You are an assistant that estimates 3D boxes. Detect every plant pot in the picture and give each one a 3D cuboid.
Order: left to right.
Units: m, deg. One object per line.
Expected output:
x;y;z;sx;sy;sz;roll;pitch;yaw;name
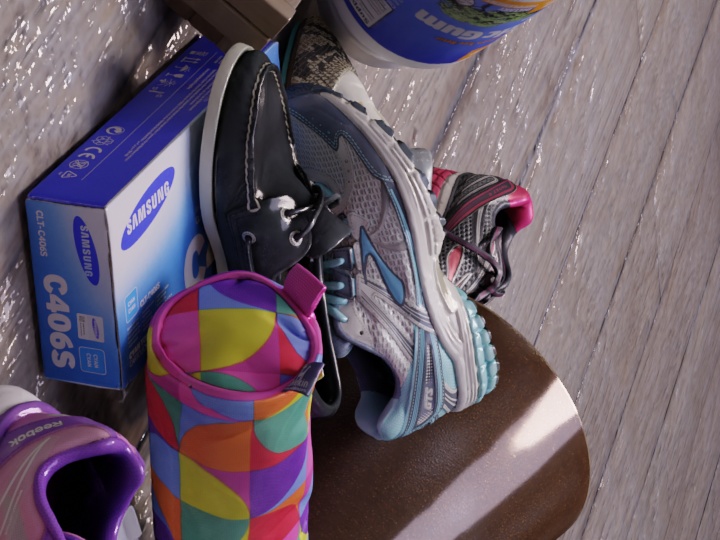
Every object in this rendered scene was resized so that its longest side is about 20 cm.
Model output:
0.000;0.136;1.235;0.200;0.186;0.188;-41;138;-41;plant pot

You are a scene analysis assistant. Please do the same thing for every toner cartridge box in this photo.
-0.093;-0.034;1.066;0.200;0.043;0.096;-53;146;-55;toner cartridge box

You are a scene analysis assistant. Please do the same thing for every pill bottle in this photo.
0.047;-0.174;1.199;0.200;0.111;0.113;152;-47;-67;pill bottle

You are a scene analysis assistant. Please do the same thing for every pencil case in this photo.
-0.057;0.090;1.059;0.201;0.088;0.089;97;14;-46;pencil case

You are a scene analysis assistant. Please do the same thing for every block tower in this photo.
-0.035;-0.185;1.128;0.054;0.058;0.200;-40;-166;43;block tower

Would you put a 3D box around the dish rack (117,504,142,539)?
-0.134;0.198;1.044;0.201;0.043;0.172;78;28;-42;dish rack

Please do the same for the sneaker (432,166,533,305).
0.059;0.015;1.471;0.081;0.074;0.201;68;33;-55;sneaker

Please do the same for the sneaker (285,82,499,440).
0.000;0.000;1.135;0.086;0.078;0.201;-34;110;-20;sneaker

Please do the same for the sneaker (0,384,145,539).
-0.144;0.138;0.901;0.081;0.088;0.201;51;48;-47;sneaker

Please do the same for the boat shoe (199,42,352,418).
-0.036;-0.012;1.072;0.075;0.066;0.201;-43;139;-60;boat shoe

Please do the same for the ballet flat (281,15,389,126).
-0.023;-0.051;1.213;0.068;0.075;0.201;67;36;-55;ballet flat

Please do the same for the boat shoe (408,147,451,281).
0.024;0.017;1.356;0.070;0.071;0.202;-101;-173;-63;boat shoe
